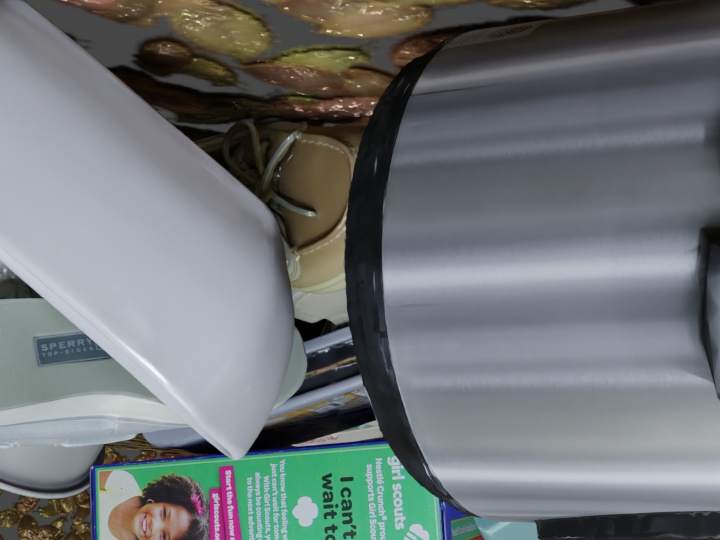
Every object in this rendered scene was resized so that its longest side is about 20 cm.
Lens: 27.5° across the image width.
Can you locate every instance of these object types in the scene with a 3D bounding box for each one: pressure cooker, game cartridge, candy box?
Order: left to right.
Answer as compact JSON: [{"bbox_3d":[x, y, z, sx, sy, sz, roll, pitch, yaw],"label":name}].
[{"bbox_3d":[-0.033,0.141,0.856,0.198,0.078,0.169,-8,170,12],"label":"candy box"},{"bbox_3d":[-0.012,0.066,0.853,0.199,0.042,0.133,-20,161,16],"label":"game cartridge"},{"bbox_3d":[0.114,-0.002,0.474,0.199,0.177,0.179,-4,142,31],"label":"pressure cooker"}]

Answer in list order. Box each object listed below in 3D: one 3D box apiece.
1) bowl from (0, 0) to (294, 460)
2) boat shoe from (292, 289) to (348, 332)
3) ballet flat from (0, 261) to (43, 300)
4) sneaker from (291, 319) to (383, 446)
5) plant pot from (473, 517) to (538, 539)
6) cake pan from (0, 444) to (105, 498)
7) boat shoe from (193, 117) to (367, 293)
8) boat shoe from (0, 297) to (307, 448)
[{"bbox_3d":[-0.101,-0.020,0.561,0.199,0.075,0.200,40,169,6],"label":"bowl"},{"bbox_3d":[0.000,0.000,0.809,0.071,0.060,0.200,-20,165,13],"label":"boat shoe"},{"bbox_3d":[-0.125,0.004,0.748,0.071,0.072,0.199,-3,173,32],"label":"ballet flat"},{"bbox_3d":[0.014,0.047,0.966,0.198,0.084,0.121,-14,140,11],"label":"sneaker"},{"bbox_3d":[0.121,0.091,0.791,0.141,0.142,0.200,-34,152,18],"label":"plant pot"},{"bbox_3d":[-0.228,0.052,0.910,0.037,0.201,0.200,-46,148,16],"label":"cake pan"},{"bbox_3d":[-0.053,-0.027,0.661,0.062,0.074,0.199,9,168,-36],"label":"boat shoe"},{"bbox_3d":[-0.124,0.046,0.694,0.199,0.071,0.071,0,162,-30],"label":"boat shoe"}]
